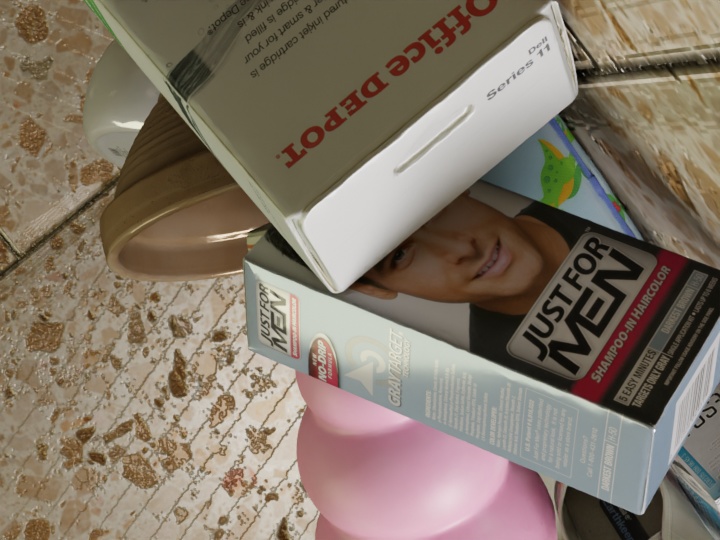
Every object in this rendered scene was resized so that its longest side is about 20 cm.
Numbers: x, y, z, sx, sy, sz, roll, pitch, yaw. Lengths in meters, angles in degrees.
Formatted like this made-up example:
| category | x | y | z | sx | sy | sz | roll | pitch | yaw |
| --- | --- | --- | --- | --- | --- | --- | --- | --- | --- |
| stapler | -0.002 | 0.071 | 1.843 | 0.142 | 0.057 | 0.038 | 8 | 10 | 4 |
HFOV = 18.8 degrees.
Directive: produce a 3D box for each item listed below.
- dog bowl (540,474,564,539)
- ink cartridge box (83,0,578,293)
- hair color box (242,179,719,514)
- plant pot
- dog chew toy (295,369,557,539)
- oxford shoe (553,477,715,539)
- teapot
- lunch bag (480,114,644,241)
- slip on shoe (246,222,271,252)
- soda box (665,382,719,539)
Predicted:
| category | x | y | z | sx | sy | sz | roll | pitch | yaw |
| --- | --- | --- | --- | --- | --- | --- | --- | --- | --- |
| dog bowl | 0.109 | 0.133 | 1.393 | 0.200 | 0.200 | 0.074 | 49 | -166 | 19 |
| ink cartridge box | -0.022 | -0.112 | 0.950 | 0.200 | 0.146 | 0.083 | 50 | 176 | 28 |
| hair color box | 0.057 | 0.019 | 0.967 | 0.199 | 0.099 | 0.061 | 21 | 139 | 21 |
| plant pot | -0.060 | -0.068 | 1.256 | 0.201 | 0.199 | 0.093 | 70 | -176 | -77 |
| dog chew toy | 0.024 | 0.095 | 1.072 | 0.125 | 0.124 | 0.201 | 44 | 157 | 58 |
| oxford shoe | 0.157 | 0.161 | 1.038 | 0.200 | 0.075 | 0.058 | 53 | 179 | 24 |
| teapot | -0.109 | -0.144 | 1.655 | 0.196 | 0.147 | 0.199 | 21 | 164 | -28 |
| lunch bag | 0.063 | -0.043 | 1.096 | 0.201 | 0.082 | 0.161 | 54 | 178 | -20 |
| slip on shoe | 0.000 | 0.000 | 1.264 | 0.200 | 0.074 | 0.062 | 21 | -125 | -63 |
| soda box | 0.200 | 0.116 | 1.103 | 0.068 | 0.063 | 0.200 | 48 | 175 | 36 |
